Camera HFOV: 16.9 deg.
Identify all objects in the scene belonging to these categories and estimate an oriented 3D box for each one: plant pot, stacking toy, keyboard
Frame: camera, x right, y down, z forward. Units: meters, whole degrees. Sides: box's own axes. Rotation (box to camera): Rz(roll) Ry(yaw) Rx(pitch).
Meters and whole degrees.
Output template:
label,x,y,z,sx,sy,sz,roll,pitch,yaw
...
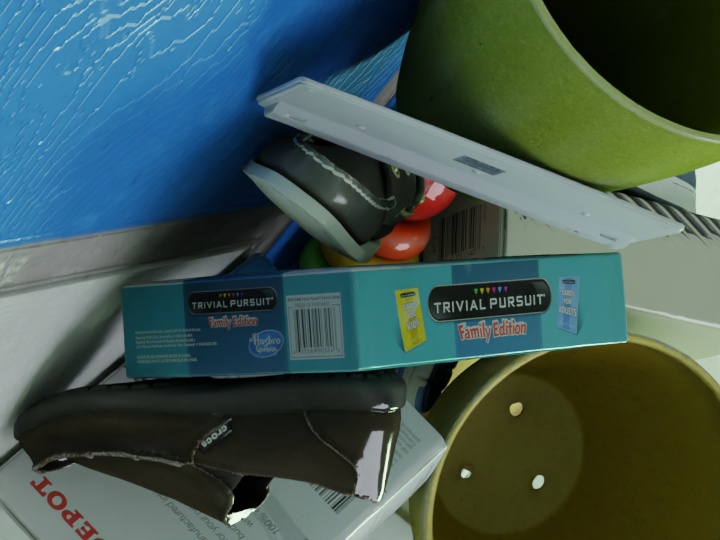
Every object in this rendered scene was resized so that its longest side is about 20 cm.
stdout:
label,x,y,z,sx,sy,sz,roll,pitch,yaw
plant pot,0.099,-0.111,1.129,0.187,0.187,0.200,-39,-178,-33
stacking toy,0.000,0.000,1.343,0.085,0.085,0.201,-30,155,-55
plant pot,0.106,0.121,1.393,0.200,0.200,0.142,-45,-160,-7
keyboard,0.051,-0.048,1.094,0.056,0.199,0.011,-24,-130,62

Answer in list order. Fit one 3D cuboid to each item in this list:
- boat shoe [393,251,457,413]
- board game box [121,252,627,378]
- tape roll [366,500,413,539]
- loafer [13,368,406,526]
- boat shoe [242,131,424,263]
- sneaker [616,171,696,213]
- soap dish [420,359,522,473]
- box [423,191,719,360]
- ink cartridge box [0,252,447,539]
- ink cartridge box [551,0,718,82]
label,x,y,z,sx,sy,sz,roll,pitch,yaw
boat shoe,0.048,-0.021,1.424,0.201,0.072,0.072,-64,166,-9
board game box,0.009,0.020,1.161,0.150,0.047,0.199,-4,180,42
tape roll,0.000,0.143,1.517,0.071,0.202,0.202,-49,169,11
loafer,-0.074,0.086,1.141,0.199,0.072,0.073,-5,179,23
boat shoe,-0.007,-0.045,1.170,0.060,0.072,0.202,-49,175,3
sneaker,0.126,-0.116,1.374,0.202,0.077,0.147,23,68,-49
soap dish,0.102,0.031,1.513,0.200,0.081,0.157,-36,141,2
box,0.137,-0.001,1.371,0.199,0.069,0.082,12,162,-33
ink cartridge box,-0.078,0.113,1.253,0.200,0.146,0.086,-41,169,-25
ink cartridge box,0.185,-0.164,1.279,0.145,0.085,0.199,-36,169,39
